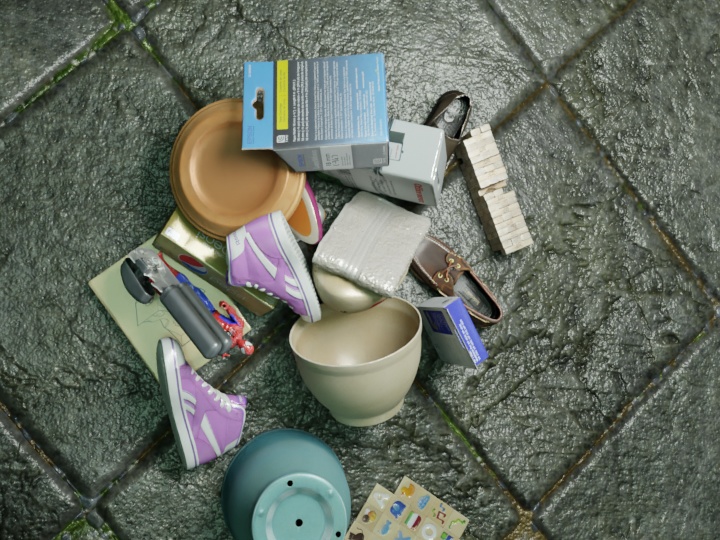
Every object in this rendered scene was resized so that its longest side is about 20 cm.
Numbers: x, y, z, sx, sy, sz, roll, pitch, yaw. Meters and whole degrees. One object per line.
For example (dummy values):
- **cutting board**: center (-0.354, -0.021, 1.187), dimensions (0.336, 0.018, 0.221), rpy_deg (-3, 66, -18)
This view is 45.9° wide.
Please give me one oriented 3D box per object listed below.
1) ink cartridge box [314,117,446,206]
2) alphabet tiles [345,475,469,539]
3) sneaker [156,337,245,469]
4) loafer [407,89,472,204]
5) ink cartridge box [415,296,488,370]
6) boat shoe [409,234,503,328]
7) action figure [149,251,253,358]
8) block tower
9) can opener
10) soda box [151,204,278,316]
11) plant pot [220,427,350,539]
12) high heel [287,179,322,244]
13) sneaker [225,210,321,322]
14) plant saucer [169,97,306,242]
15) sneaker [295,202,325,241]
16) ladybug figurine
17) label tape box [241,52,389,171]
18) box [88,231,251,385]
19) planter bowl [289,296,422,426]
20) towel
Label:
- **ink cartridge box**: center (0.027, -0.169, 1.263), dimensions (0.195, 0.147, 0.085), rpy_deg (14, 83, 9)
- **alphabet tiles**: center (0.078, 0.434, 1.346), dimensions (0.198, 0.006, 0.168), rpy_deg (35, 81, -9)
- **sneaker**: center (-0.229, 0.178, 1.241), dimensions (0.112, 0.072, 0.205), rpy_deg (-18, 115, -20)
- **loafer**: center (0.119, -0.203, 1.352), dimensions (0.072, 0.071, 0.204), rpy_deg (25, 82, -9)
- **ink cartridge box**: center (0.139, 0.091, 1.277), dimensions (0.039, 0.200, 0.101), rpy_deg (-27, 94, -8)
- **boat shoe**: center (0.149, 0.011, 1.350), dimensions (0.199, 0.070, 0.071), rpy_deg (40, 81, -6)
- **action figure**: center (-0.230, 0.058, 1.233), dimensions (0.199, 0.099, 0.066), rpy_deg (41, 81, -10)
- **block tower**: center (0.213, -0.127, 1.378), dimensions (0.053, 0.058, 0.204), rpy_deg (-21, 90, -12)
- **can opener**: center (-0.263, 0.051, 1.194), dimensions (0.201, 0.053, 0.067), rpy_deg (49, 114, 13)
- **soda box**: center (-0.204, -0.016, 1.260), dimensions (0.198, 0.067, 0.065), rpy_deg (36, 65, -15)
- **plant pot**: center (-0.100, 0.341, 1.220), dimensions (0.195, 0.188, 0.206), rpy_deg (1, 87, -11)
- **high heel**: center (-0.092, -0.124, 1.270), dimensions (0.067, 0.095, 0.202), rpy_deg (-45, 67, 26)
- **sneaker**: center (-0.130, 0.010, 1.212), dimensions (0.112, 0.073, 0.203), rpy_deg (-23, 129, 2)
- **plant saucer**: center (-0.175, -0.141, 1.192), dimensions (0.194, 0.037, 0.206), rpy_deg (0, 90, 3)
- **sneaker**: center (-0.146, -0.081, 1.279), dimensions (0.195, 0.092, 0.078), rpy_deg (-2, 87, -13)
- **ladybug figurine**: center (0.000, 0.000, 1.286), dimensions (0.134, 0.073, 0.200), rpy_deg (32, 41, 16)
- **label tape box**: center (-0.060, -0.216, 1.168), dimensions (0.194, 0.064, 0.148), rpy_deg (-3, 65, 2)
- **box**: center (-0.284, 0.054, 1.279), dimensions (0.162, 0.021, 0.202), rpy_deg (-35, 95, -12)
- **planter bowl**: center (0.001, 0.143, 1.263), dimensions (0.195, 0.201, 0.138), rpy_deg (-15, 116, -12)
- **towel**: center (0.022, -0.045, 1.262), dimensions (0.130, 0.035, 0.201), rpy_deg (23, 40, 7)
